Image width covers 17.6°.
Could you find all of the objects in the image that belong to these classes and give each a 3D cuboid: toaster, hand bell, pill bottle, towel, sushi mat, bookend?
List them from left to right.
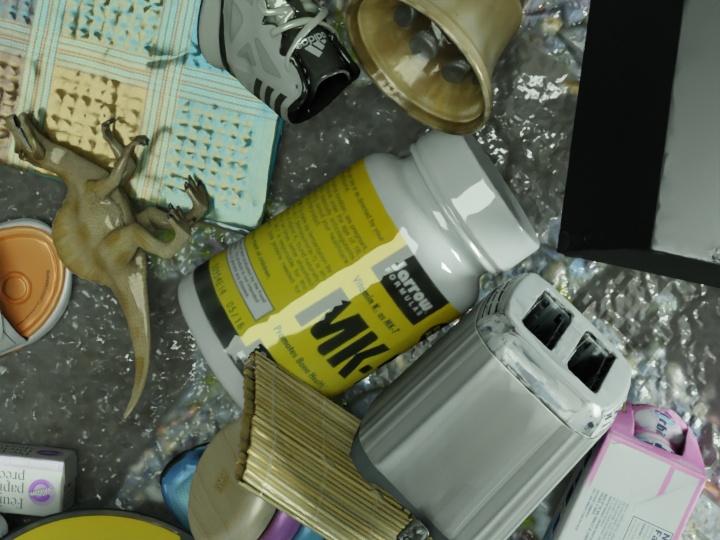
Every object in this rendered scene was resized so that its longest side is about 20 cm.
[{"bbox_3d":[-0.141,-0.116,1.458,0.200,0.022,0.147,15,99,5],"label":"towel"},{"bbox_3d":[0.000,0.000,1.411,0.200,0.114,0.114,-33,93,9],"label":"pill bottle"},{"bbox_3d":[0.005,0.133,1.375,0.200,0.096,0.012,36,129,-29],"label":"sushi mat"},{"bbox_3d":[0.079,0.083,1.366,0.114,0.200,0.129,44,108,3],"label":"toaster"},{"bbox_3d":[0.093,-0.184,1.368,0.104,0.104,0.200,44,66,-1],"label":"hand bell"},{"bbox_3d":[0.231,-0.091,1.364,0.199,0.092,0.200,11,84,-30],"label":"bookend"}]

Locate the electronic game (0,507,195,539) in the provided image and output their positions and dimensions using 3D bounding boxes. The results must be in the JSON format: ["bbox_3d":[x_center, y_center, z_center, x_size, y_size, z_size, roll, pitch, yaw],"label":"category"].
[{"bbox_3d":[-0.152,0.233,1.377,0.200,0.042,0.200,6,58,-9],"label":"electronic game"}]

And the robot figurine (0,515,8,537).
[{"bbox_3d":[-0.236,0.239,1.466,0.200,0.113,0.170,-14,96,8],"label":"robot figurine"}]

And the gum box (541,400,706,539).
[{"bbox_3d":[0.143,0.179,1.420,0.066,0.114,0.200,24,100,2],"label":"gum box"}]

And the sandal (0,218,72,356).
[{"bbox_3d":[-0.279,0.035,1.470,0.206,0.059,0.079,-23,94,7],"label":"sandal"}]

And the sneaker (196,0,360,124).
[{"bbox_3d":[-0.039,-0.168,1.331,0.076,0.201,0.115,-30,54,-24],"label":"sneaker"}]

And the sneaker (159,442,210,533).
[{"bbox_3d":[-0.045,0.187,1.452,0.200,0.090,0.078,44,99,-1],"label":"sneaker"}]

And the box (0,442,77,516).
[{"bbox_3d":[-0.283,0.127,1.493,0.200,0.041,0.039,5,98,6],"label":"box"}]

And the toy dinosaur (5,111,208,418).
[{"bbox_3d":[-0.145,-0.019,1.443,0.101,0.058,0.200,-28,85,24],"label":"toy dinosaur"}]

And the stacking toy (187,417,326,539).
[{"bbox_3d":[-0.002,0.156,1.418,0.200,0.085,0.085,22,101,-30],"label":"stacking toy"}]
